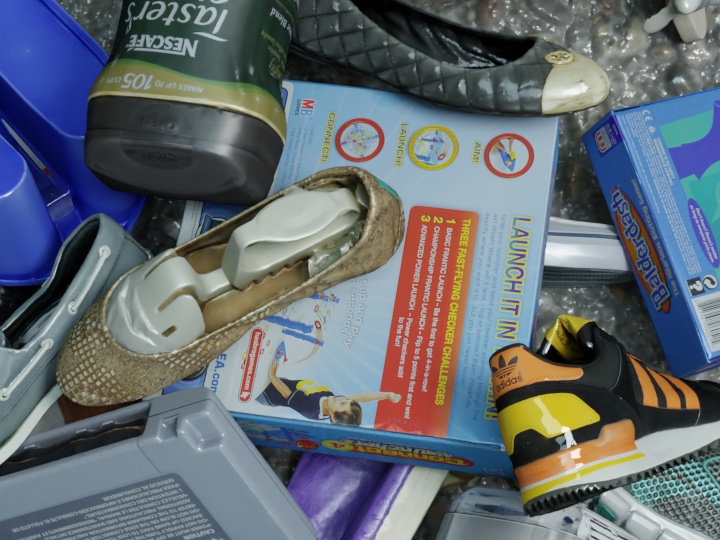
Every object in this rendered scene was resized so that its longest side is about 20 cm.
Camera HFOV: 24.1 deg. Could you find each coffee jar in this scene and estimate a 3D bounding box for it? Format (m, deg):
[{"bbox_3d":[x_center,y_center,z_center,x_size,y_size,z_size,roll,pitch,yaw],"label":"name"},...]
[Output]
[{"bbox_3d":[-0.080,-0.135,0.891,0.104,0.085,0.200,7,78,12],"label":"coffee jar"}]

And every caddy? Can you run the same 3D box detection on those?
[{"bbox_3d":[-0.211,-0.081,0.975,0.141,0.105,0.200,-35,64,-21],"label":"caddy"}]

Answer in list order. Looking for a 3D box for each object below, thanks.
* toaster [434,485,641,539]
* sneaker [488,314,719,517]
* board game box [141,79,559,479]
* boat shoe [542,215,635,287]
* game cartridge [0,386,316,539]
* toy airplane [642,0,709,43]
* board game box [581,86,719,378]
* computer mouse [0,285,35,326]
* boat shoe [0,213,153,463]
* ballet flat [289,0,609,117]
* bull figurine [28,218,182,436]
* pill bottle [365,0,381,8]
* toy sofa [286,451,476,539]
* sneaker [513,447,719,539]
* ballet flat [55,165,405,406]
[{"bbox_3d":[0.096,0.197,0.888,0.200,0.114,0.129,34,67,-39],"label":"toaster"},{"bbox_3d":[0.132,0.061,0.860,0.070,0.200,0.090,-25,82,33],"label":"sneaker"},{"bbox_3d":[0.000,0.000,0.916,0.195,0.056,0.200,7,68,9],"label":"board game box"},{"bbox_3d":[0.066,-0.032,0.985,0.200,0.074,0.067,5,80,1],"label":"boat shoe"},{"bbox_3d":[-0.132,0.138,0.903,0.200,0.133,0.042,-17,40,21],"label":"game cartridge"},{"bbox_3d":[0.155,-0.242,0.975,0.200,0.141,0.200,8,88,-43],"label":"toy airplane"},{"bbox_3d":[0.245,-0.036,0.975,0.200,0.045,0.152,-14,77,-22],"label":"board game box"},{"bbox_3d":[-0.242,0.062,0.970,0.059,0.034,0.200,14,73,22],"label":"computer mouse"},{"bbox_3d":[-0.191,0.048,0.894,0.200,0.073,0.062,-41,124,-17],"label":"boat shoe"},{"bbox_3d":[0.040,-0.126,0.914,0.200,0.066,0.057,19,120,21],"label":"ballet flat"},{"bbox_3d":[-0.127,0.046,0.970,0.200,0.065,0.122,-18,72,-9],"label":"bull figurine"},{"bbox_3d":[-0.057,-0.228,1.006,0.200,0.113,0.113,26,79,5],"label":"pill bottle"},{"bbox_3d":[-0.020,0.169,0.937,0.097,0.083,0.200,29,79,4],"label":"toy sofa"},{"bbox_3d":[0.172,0.124,0.965,0.200,0.078,0.091,34,63,3],"label":"sneaker"},{"bbox_3d":[-0.071,0.001,0.856,0.200,0.065,0.071,-31,67,-7],"label":"ballet flat"}]
